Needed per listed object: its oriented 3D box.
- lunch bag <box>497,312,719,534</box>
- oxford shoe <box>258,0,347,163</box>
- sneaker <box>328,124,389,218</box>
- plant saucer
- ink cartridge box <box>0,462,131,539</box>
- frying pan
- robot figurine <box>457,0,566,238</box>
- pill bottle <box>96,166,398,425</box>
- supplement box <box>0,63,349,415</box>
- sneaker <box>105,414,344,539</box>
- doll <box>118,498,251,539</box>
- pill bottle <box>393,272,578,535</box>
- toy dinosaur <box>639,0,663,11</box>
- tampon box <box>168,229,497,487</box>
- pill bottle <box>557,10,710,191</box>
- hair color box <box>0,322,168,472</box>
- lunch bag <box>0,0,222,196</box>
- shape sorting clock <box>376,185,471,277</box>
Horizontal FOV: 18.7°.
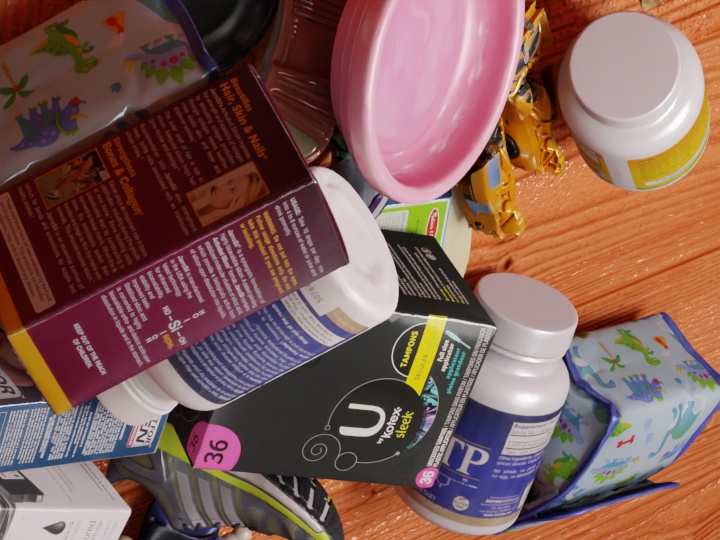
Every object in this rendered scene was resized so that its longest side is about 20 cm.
[{"bbox_3d":[0.209,0.154,1.966,0.169,0.128,0.201,-8,141,-43],"label":"lunch bag"},{"bbox_3d":[-0.032,-0.167,1.485,0.070,0.074,0.201,25,83,-16],"label":"oxford shoe"},{"bbox_3d":[-0.007,-0.127,1.563,0.087,0.074,0.201,8,106,-36],"label":"sneaker"},{"bbox_3d":[0.041,-0.147,1.472,0.200,0.051,0.202,-35,134,-46],"label":"plant saucer"},{"bbox_3d":[-0.285,0.203,1.558,0.199,0.084,0.145,7,117,-47],"label":"ink cartridge box"},{"bbox_3d":[-0.090,-0.158,1.474,0.115,0.031,0.190,-41,145,-6],"label":"frying pan"},{"bbox_3d":[0.109,-0.126,1.650,0.145,0.058,0.201,-55,152,-30],"label":"robot figurine"},{"bbox_3d":[-0.084,0.023,1.429,0.199,0.112,0.111,-28,148,21],"label":"pill bottle"},{"bbox_3d":[-0.122,-0.019,1.293,0.199,0.111,0.086,-27,140,-4],"label":"supplement box"},{"bbox_3d":[-0.102,0.166,1.644,0.081,0.199,0.074,-57,-178,17],"label":"sneaker"},{"bbox_3d":[-0.139,0.204,1.732,0.136,0.048,0.201,6,117,-46],"label":"doll"},{"bbox_3d":[0.108,0.109,1.832,0.119,0.120,0.201,-7,127,-40],"label":"pill bottle"},{"bbox_3d":[0.143,-0.256,1.579,0.199,0.107,0.060,21,145,-12],"label":"toy dinosaur"},{"bbox_3d":[-0.030,0.058,1.605,0.199,0.126,0.151,6,119,-27],"label":"tampon box"},{"bbox_3d":[0.209,-0.133,1.671,0.111,0.111,0.200,-48,166,1],"label":"pill bottle"},{"bbox_3d":[-0.236,0.084,1.488,0.199,0.100,0.061,-3,124,-43],"label":"hair color box"},{"bbox_3d":[-0.156,-0.070,1.404,0.169,0.128,0.200,-27,150,-4],"label":"lunch bag"},{"bbox_3d":[0.000,0.000,1.694,0.199,0.039,0.201,-16,127,-21],"label":"shape sorting clock"}]
